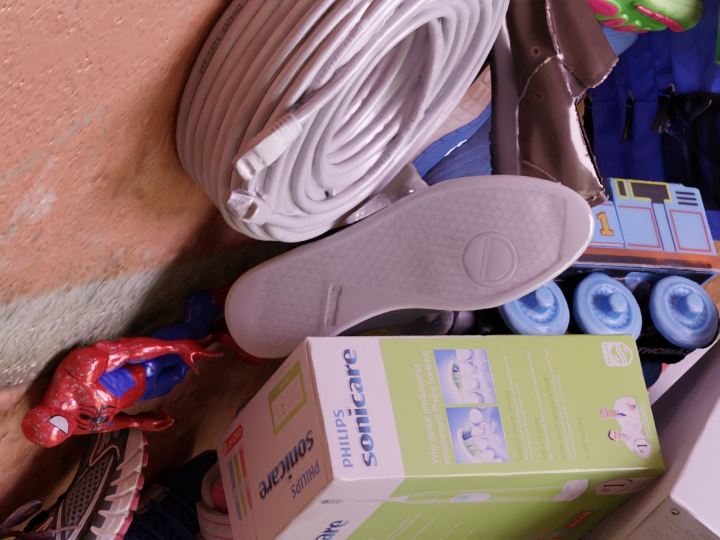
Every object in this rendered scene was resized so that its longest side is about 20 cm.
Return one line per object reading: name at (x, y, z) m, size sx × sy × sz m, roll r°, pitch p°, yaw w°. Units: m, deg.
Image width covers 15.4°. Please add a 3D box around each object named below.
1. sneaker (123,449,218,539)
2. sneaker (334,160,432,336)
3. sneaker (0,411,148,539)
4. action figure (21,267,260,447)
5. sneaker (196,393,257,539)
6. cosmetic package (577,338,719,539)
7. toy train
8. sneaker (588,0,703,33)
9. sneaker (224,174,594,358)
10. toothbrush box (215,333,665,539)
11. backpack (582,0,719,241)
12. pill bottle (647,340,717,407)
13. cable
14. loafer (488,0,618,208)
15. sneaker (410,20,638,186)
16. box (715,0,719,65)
sneaker at (-0.133, 0.173, 1.537) m, size 0.199 × 0.081 × 0.115 m, roll -40°, pitch 161°, yaw -26°
sneaker at (0.000, 0.000, 1.556) m, size 0.076 × 0.105 × 0.200 m, roll -45°, pitch 131°, yaw -29°
sneaker at (-0.178, 0.158, 1.425) m, size 0.200 × 0.075 × 0.081 m, roll -59°, pitch -177°, yaw -19°
action figure at (-0.112, 0.054, 1.420) m, size 0.200 × 0.052 × 0.065 m, roll -24°, pitch 153°, yaw -51°
sneaker at (-0.059, 0.156, 1.527) m, size 0.088 × 0.081 × 0.201 m, roll 34°, pitch 58°, yaw -51°
cosmetic package at (0.183, 0.116, 1.500) m, size 0.151 × 0.052 × 0.200 m, roll -48°, pitch -175°, yaw 44°
toy train at (0.118, 0.005, 1.524) m, size 0.200 × 0.115 × 0.087 m, roll 3°, pitch 152°, yaw -31°
sneaker at (0.142, -0.198, 1.535) m, size 0.200 × 0.077 × 0.084 m, roll 30°, pitch 60°, yaw -63°
sneaker at (0.028, -0.008, 1.425) m, size 0.199 × 0.071 × 0.099 m, roll -18°, pitch -175°, yaw 8°
toothbrush box at (0.041, 0.101, 1.450) m, size 0.199 × 0.086 × 0.146 m, roll -2°, pitch 155°, yaw -24°
backpack at (0.225, -0.132, 1.692) m, size 0.162 × 0.167 × 0.201 m, roll -27°, pitch 116°, yaw -53°
pill bottle at (0.125, 0.035, 1.701) m, size 0.111 × 0.200 × 0.111 m, roll -45°, pitch 161°, yaw -19°
cable at (-0.006, -0.103, 1.340) m, size 0.200 × 0.069 × 0.200 m, roll -50°, pitch 163°, yaw -4°
loafer at (0.105, -0.121, 1.443) m, size 0.073 × 0.071 × 0.201 m, roll -62°, pitch 150°, yaw -75°
sneaker at (0.105, -0.084, 1.604) m, size 0.200 × 0.089 × 0.079 m, roll -45°, pitch 162°, yaw -18°
box at (0.298, -0.157, 1.617) m, size 0.200 × 0.048 × 0.118 m, roll 17°, pitch 74°, yaw -40°
